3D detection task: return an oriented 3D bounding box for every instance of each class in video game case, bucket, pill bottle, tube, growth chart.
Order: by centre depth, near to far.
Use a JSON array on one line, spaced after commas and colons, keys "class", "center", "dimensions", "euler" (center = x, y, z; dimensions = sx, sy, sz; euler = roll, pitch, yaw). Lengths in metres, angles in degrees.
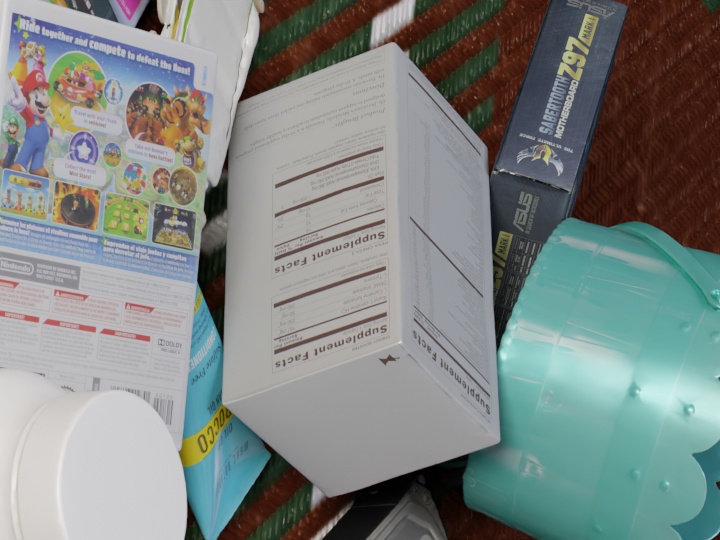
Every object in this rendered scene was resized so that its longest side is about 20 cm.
[{"class": "pill bottle", "center": [-0.175, 0.100, 1.137], "dimensions": [0.112, 0.199, 0.113], "euler": [18, 69, -55]}, {"class": "video game case", "center": [-0.131, -0.020, 1.328], "dimensions": [0.143, 0.018, 0.201], "euler": [13, 80, -47]}, {"class": "tube", "center": [-0.097, 0.040, 1.430], "dimensions": [0.077, 0.050, 0.201], "euler": [-51, 130, -43]}, {"class": "growth chart", "center": [-0.085, -0.124, 1.470], "dimensions": [0.145, 0.018, 0.201], "euler": [67, 31, -55]}, {"class": "bucket", "center": [0.152, 0.073, 1.562], "dimensions": [0.207, 0.134, 0.208], "euler": [20, 90, -77]}]

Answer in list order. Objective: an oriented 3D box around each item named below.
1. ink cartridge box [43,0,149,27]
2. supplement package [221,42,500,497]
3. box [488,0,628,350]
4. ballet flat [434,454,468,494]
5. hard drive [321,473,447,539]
[{"class": "ink cartridge box", "center": [-0.173, -0.116, 1.343], "dimensions": [0.120, 0.042, 0.200], "euler": [58, 41, -33]}, {"class": "supplement package", "center": [0.000, 0.000, 1.491], "dimensions": [0.114, 0.109, 0.201], "euler": [45, 34, -43]}, {"class": "box", "center": [0.104, -0.046, 1.668], "dimensions": [0.200, 0.051, 0.158], "euler": [100, 7, -51]}, {"class": "ballet flat", "center": [0.109, 0.115, 1.722], "dimensions": [0.200, 0.073, 0.073], "euler": [-35, 113, -58]}, {"class": "hard drive", "center": [0.002, 0.221, 1.553], "dimensions": [0.200, 0.038, 0.140], "euler": [-42, 119, -52]}]
